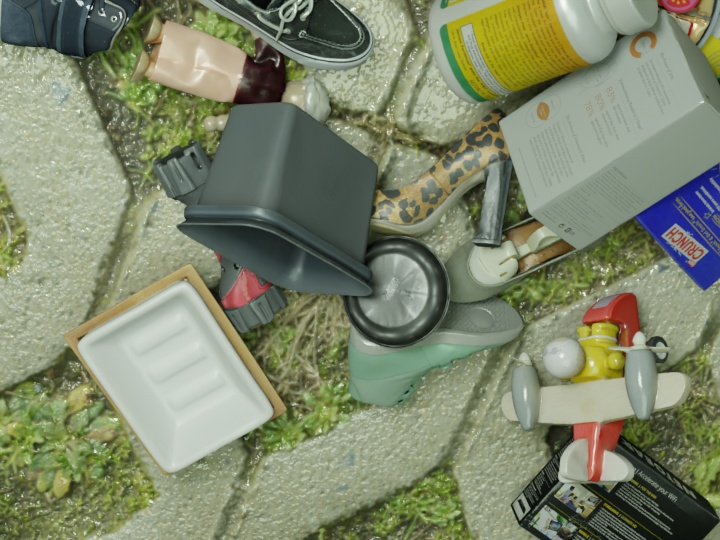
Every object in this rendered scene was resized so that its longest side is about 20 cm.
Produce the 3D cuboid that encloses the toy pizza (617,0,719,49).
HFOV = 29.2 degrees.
[{"bbox_3d":[0.255,-0.269,1.357,0.198,0.032,0.202,6,125,9],"label":"toy pizza"}]

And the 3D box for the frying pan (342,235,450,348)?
[{"bbox_3d":[0.014,-0.009,1.424,0.115,0.031,0.191,-36,80,9],"label":"frying pan"}]

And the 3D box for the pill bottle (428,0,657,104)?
[{"bbox_3d":[0.174,-0.240,1.312,0.199,0.113,0.113,-17,116,31],"label":"pill bottle"}]

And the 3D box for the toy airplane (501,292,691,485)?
[{"bbox_3d":[0.240,0.129,1.463,0.141,0.200,0.200,37,106,-29],"label":"toy airplane"}]

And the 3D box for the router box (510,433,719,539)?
[{"bbox_3d":[0.298,0.283,1.611,0.199,0.051,0.149,37,103,-18],"label":"router box"}]

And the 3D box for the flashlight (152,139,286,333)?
[{"bbox_3d":[-0.149,-0.034,1.432,0.067,0.068,0.201,-32,109,-9],"label":"flashlight"}]

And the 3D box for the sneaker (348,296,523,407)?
[{"bbox_3d":[0.076,0.089,1.509,0.198,0.074,0.119,-7,136,-17],"label":"sneaker"}]

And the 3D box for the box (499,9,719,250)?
[{"bbox_3d":[0.253,-0.134,1.350,0.199,0.125,0.097,-33,140,25],"label":"box"}]

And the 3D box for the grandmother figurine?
[{"bbox_3d":[-0.120,-0.193,1.371,0.198,0.061,0.122,20,103,-16],"label":"grandmother figurine"}]

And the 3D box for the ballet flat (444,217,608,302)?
[{"bbox_3d":[0.172,-0.027,1.460,0.198,0.064,0.068,-24,78,2],"label":"ballet flat"}]

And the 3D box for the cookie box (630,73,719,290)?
[{"bbox_3d":[0.377,-0.102,1.419,0.200,0.075,0.171,-41,132,12],"label":"cookie box"}]

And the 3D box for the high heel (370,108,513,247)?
[{"bbox_3d":[0.062,-0.106,1.439,0.198,0.071,0.144,8,84,9],"label":"high heel"}]

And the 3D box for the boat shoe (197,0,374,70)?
[{"bbox_3d":[-0.071,-0.260,1.332,0.198,0.068,0.074,30,73,-11],"label":"boat shoe"}]

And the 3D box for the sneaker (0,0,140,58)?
[{"bbox_3d":[-0.272,-0.297,1.292,0.145,0.077,0.204,14,120,1],"label":"sneaker"}]

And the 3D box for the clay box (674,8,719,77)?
[{"bbox_3d":[0.380,-0.267,1.395,0.115,0.048,0.200,-36,110,11],"label":"clay box"}]

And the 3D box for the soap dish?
[{"bbox_3d":[-0.195,0.102,1.470,0.156,0.081,0.201,-29,113,7],"label":"soap dish"}]

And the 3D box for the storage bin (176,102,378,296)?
[{"bbox_3d":[-0.073,-0.071,1.353,0.200,0.144,0.136,32,66,-49],"label":"storage bin"}]
